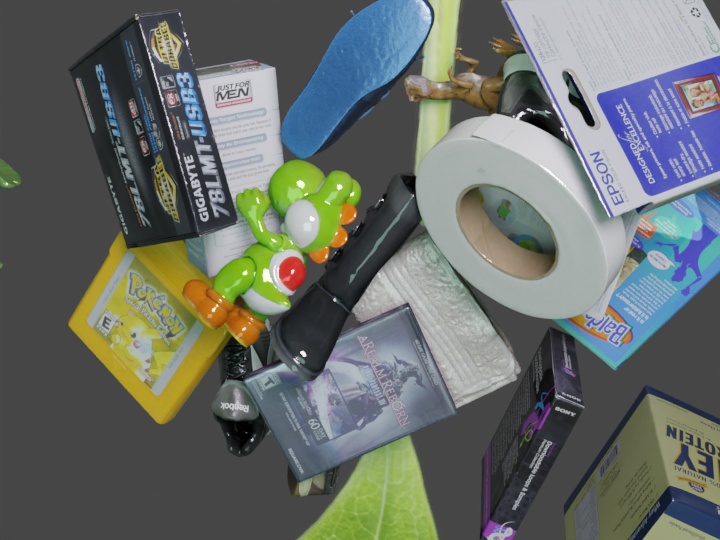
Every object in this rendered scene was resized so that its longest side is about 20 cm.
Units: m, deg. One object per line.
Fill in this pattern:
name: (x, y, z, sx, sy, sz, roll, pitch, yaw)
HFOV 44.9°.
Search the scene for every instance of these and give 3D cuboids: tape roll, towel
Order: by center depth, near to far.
tape roll: (0.137, -0.044, 0.775, 0.202, 0.037, 0.204, 33, 150, 22)
towel: (0.078, 0.066, 0.969, 0.132, 0.035, 0.201, -31, 104, 21)

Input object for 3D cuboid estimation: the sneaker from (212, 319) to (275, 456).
sneaker: (-0.136, 0.129, 1.008, 0.066, 0.091, 0.202, 2, 114, 9)

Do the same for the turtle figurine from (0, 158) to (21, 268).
turtle figurine: (-0.457, -0.023, 0.978, 0.143, 0.201, 0.194, 23, 118, -38)

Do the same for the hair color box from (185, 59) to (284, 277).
hair color box: (-0.134, -0.105, 0.894, 0.098, 0.061, 0.202, -17, 118, -28)

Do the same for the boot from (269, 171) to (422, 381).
boot: (0.000, 0.000, 0.869, 0.066, 0.165, 0.200, 40, 107, -12)

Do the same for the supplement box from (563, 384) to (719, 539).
supplement box: (0.322, 0.273, 0.921, 0.133, 0.200, 0.201, 24, 117, -1)

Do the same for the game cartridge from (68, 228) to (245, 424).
game cartridge: (-0.232, 0.047, 0.994, 0.176, 0.032, 0.201, 43, 117, 12)

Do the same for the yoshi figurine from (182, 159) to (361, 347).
yoshi figurine: (-0.087, -0.031, 0.876, 0.112, 0.112, 0.200, 43, 94, -5)

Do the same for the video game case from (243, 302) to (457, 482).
video game case: (-0.009, 0.137, 0.964, 0.198, 0.019, 0.144, -24, 109, 5)

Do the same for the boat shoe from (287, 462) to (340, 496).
boat shoe: (-0.036, 0.173, 1.026, 0.064, 0.073, 0.202, 10, 109, -23)

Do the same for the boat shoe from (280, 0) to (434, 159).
boat shoe: (-0.005, -0.196, 0.852, 0.199, 0.069, 0.084, -37, 90, 27)

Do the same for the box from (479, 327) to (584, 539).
box: (0.180, 0.179, 0.939, 0.036, 0.143, 0.201, 19, 116, 0)

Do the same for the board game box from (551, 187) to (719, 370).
board game box: (0.270, -0.018, 0.886, 0.152, 0.045, 0.200, 38, 114, -6)

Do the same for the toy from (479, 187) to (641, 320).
toy: (0.172, -0.051, 0.851, 0.199, 0.047, 0.116, 29, 124, 27)

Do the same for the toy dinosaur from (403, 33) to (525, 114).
toy dinosaur: (0.143, -0.170, 0.847, 0.198, 0.061, 0.107, 21, 129, 4)

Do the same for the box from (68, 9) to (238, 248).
box: (-0.206, -0.127, 0.851, 0.198, 0.049, 0.202, -3, 104, 54)

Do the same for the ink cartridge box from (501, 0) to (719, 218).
ink cartridge box: (0.230, -0.151, 0.728, 0.198, 0.047, 0.199, -19, 78, -20)

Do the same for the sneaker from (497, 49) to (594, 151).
sneaker: (0.202, -0.108, 0.772, 0.199, 0.091, 0.066, 28, 158, -7)
